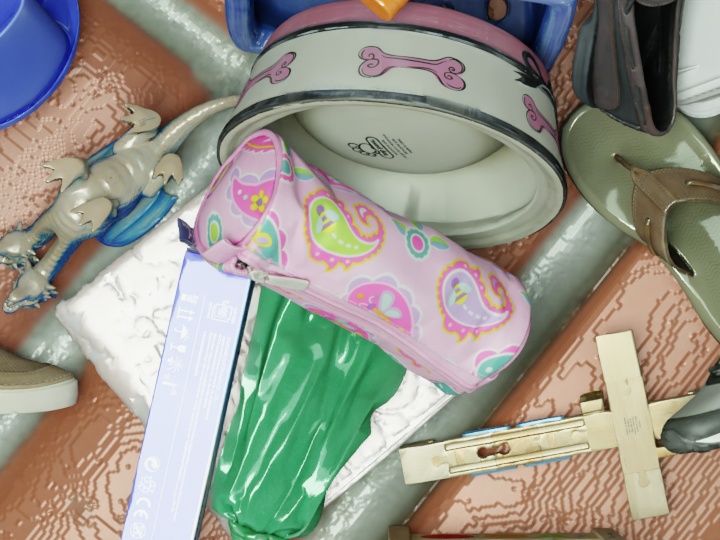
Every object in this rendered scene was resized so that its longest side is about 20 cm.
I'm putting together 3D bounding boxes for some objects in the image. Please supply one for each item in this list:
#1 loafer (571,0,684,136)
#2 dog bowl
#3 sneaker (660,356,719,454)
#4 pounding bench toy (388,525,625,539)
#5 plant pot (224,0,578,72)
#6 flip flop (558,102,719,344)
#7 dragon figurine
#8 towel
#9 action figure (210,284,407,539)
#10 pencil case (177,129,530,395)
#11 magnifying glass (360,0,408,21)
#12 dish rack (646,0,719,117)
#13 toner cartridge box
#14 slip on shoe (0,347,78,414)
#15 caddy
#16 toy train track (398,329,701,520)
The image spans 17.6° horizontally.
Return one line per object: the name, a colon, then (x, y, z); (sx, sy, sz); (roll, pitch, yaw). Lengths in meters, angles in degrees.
loafer: (0.166, -0.159, 1.316); (0.072, 0.200, 0.063); (-32, 57, -26)
dog bowl: (0.022, -0.084, 1.325); (0.200, 0.200, 0.074); (8, 69, 1)
sneaker: (0.244, 0.037, 1.365); (0.200, 0.074, 0.079); (-40, 97, -20)
pounding bench toy: (0.075, 0.216, 1.328); (0.156, 0.200, 0.124); (1, 88, 1)
plant pot: (0.030, -0.223, 1.350); (0.200, 0.200, 0.180); (7, 82, 0)
flip flop: (0.200, -0.027, 1.403); (0.081, 0.058, 0.200); (-37, 90, 2)
dragon figurine: (-0.146, -0.052, 1.411); (0.200, 0.099, 0.059); (-38, 86, -19)
towel: (-0.054, 0.043, 1.421); (0.191, 0.032, 0.200); (-39, 88, -1)
action figure: (-0.037, 0.085, 1.374); (0.118, 0.055, 0.200); (22, 84, -9)
pencil case: (0.000, 0.000, 1.304); (0.200, 0.087, 0.087); (29, 89, -29)
magnifying glass: (0.071, -0.212, 1.244); (0.080, 0.022, 0.200); (40, 75, 7)
dish rack: (0.210, -0.199, 1.364); (0.044, 0.172, 0.200); (-12, 86, -42)
toner cartridge box: (-0.102, 0.089, 1.357); (0.043, 0.095, 0.200); (13, 89, 0)
slip on shoe: (-0.269, 0.048, 1.406); (0.200, 0.076, 0.061); (7, 95, 9)
caddy: (-0.270, -0.141, 1.398); (0.200, 0.105, 0.141); (-20, 64, 1)
toy train track: (0.124, 0.100, 1.418); (0.200, 0.033, 0.115); (-11, 95, 6)
